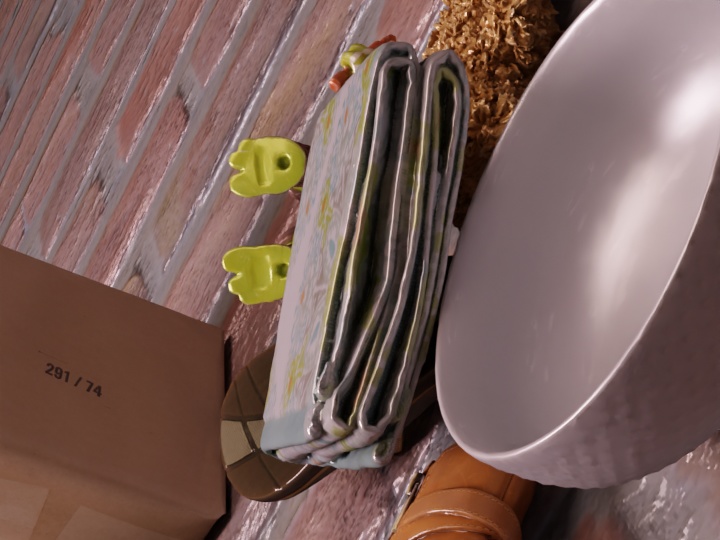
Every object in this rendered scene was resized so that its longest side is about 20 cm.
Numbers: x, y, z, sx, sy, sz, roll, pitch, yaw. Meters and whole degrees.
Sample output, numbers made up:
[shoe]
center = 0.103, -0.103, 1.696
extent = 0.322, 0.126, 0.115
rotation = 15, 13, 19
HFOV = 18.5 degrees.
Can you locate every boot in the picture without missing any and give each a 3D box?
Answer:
[boot]
center = 0.008, 0.158, 0.923
extent = 0.200, 0.077, 0.155
rotation = 125, 167, -60

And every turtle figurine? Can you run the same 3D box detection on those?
[turtle figurine]
center = -0.014, -0.021, 1.136
extent = 0.161, 0.064, 0.200
rotation = -14, -59, -67

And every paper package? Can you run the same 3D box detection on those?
[paper package]
center = -0.190, 0.090, 1.336
extent = 0.104, 0.200, 0.191
rotation = -56, 22, 32

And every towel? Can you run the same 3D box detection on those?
[towel]
center = 0.000, 0.000, 0.960
extent = 0.200, 0.048, 0.172
rotation = 149, 133, -78

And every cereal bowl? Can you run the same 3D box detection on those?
[cereal bowl]
center = 0.110, -0.010, 0.808
extent = 0.200, 0.083, 0.200
rotation = -53, 24, 37

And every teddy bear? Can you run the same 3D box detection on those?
[teddy bear]
center = 0.056, -0.098, 1.081
extent = 0.145, 0.067, 0.200
rotation = -40, 32, 58

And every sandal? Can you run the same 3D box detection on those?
[sandal]
center = 0.004, 0.058, 1.078
extent = 0.200, 0.055, 0.082
rotation = -36, 47, 33
